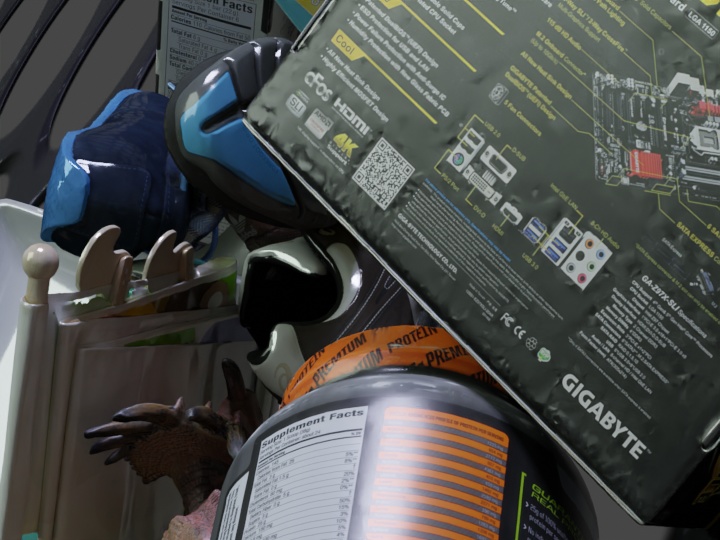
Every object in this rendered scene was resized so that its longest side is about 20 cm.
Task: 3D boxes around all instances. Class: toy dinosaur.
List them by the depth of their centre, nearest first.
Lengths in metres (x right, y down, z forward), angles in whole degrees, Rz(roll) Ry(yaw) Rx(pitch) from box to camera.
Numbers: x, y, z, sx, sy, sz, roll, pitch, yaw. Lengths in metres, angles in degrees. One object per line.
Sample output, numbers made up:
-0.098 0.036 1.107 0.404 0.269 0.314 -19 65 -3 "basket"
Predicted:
-0.050 0.107 0.872 0.200 0.086 0.136 -162 80 -67 "toy dinosaur"

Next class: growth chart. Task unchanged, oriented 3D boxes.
-0.080 0.056 0.959 0.018 0.200 0.145 12 91 29 "growth chart"

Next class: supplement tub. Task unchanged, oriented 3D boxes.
0.009 0.117 0.729 0.123 0.122 0.200 -44 21 35 "supplement tub"

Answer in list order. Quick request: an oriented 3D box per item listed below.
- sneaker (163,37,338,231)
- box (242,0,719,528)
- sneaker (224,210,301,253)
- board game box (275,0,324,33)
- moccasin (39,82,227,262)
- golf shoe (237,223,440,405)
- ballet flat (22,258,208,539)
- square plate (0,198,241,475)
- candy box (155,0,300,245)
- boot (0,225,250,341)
-0.042 -0.048 0.964 0.082 0.073 0.200 -11 -1 17 "sneaker"
0.078 -0.045 0.744 0.200 0.049 0.160 45 105 27 "box"
0.001 -0.083 1.151 0.070 0.076 0.200 -31 32 54 "sneaker"
0.043 -0.176 1.114 0.151 0.047 0.200 -37 9 17 "board game box"
-0.090 -0.031 1.074 0.200 0.068 0.081 -68 -8 -74 "moccasin"
0.000 0.000 0.993 0.078 0.094 0.200 -50 18 25 "golf shoe"
-0.098 0.086 1.040 0.064 0.067 0.200 -12 -53 -54 "ballet flat"
-0.127 0.082 1.114 0.198 0.028 0.200 18 75 25 "square plate"
-0.058 -0.125 1.247 0.200 0.061 0.136 99 -171 -48 "candy box"
-0.115 0.008 1.201 0.200 0.138 0.077 -57 16 -4 "boot"
